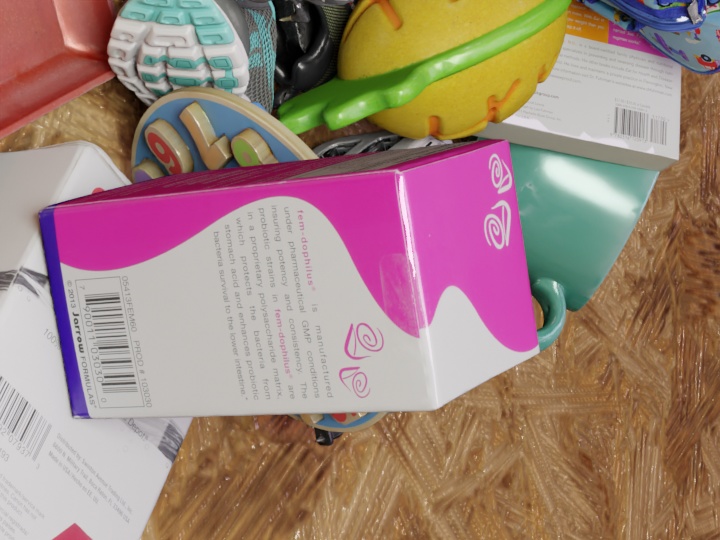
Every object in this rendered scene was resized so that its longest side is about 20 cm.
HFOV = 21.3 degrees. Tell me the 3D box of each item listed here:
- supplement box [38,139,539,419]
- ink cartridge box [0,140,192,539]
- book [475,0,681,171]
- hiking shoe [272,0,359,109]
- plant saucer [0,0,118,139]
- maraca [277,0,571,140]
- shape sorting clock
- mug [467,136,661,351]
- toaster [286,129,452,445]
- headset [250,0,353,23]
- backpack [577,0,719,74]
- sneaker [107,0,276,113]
[{"bbox_3d":[-0.033,0.005,0.864,0.103,0.198,0.102,-20,103,-54],"label":"supplement box"},{"bbox_3d":[-0.159,0.060,0.925,0.146,0.083,0.201,53,47,-40],"label":"ink cartridge box"},{"bbox_3d":[0.142,-0.174,1.214,0.132,0.048,0.202,10,73,-18],"label":"book"},{"bbox_3d":[-0.033,-0.199,1.128,0.100,0.075,0.202,-29,113,-56],"label":"hiking shoe"},{"bbox_3d":[-0.208,-0.158,0.908,0.199,0.036,0.202,-38,120,-50],"label":"plant saucer"},{"bbox_3d":[0.038,-0.123,1.092,0.199,0.137,0.108,-33,105,-34],"label":"maraca"},{"bbox_3d":[-0.052,-0.002,0.989,0.039,0.199,0.201,-40,122,-32],"label":"shape sorting clock"},{"bbox_3d":[0.123,-0.057,1.276,0.153,0.114,0.186,-62,-177,35],"label":"mug"},{"bbox_3d":[0.000,0.000,1.138,0.200,0.113,0.130,-40,117,-46],"label":"toaster"},{"bbox_3d":[-0.055,-0.212,0.956,0.093,0.124,0.202,6,53,-20],"label":"headset"},{"bbox_3d":[0.182,-0.201,1.116,0.134,0.182,0.201,-37,139,-14],"label":"backpack"},{"bbox_3d":[-0.082,-0.126,1.013,0.200,0.077,0.092,83,17,-72],"label":"sneaker"}]
